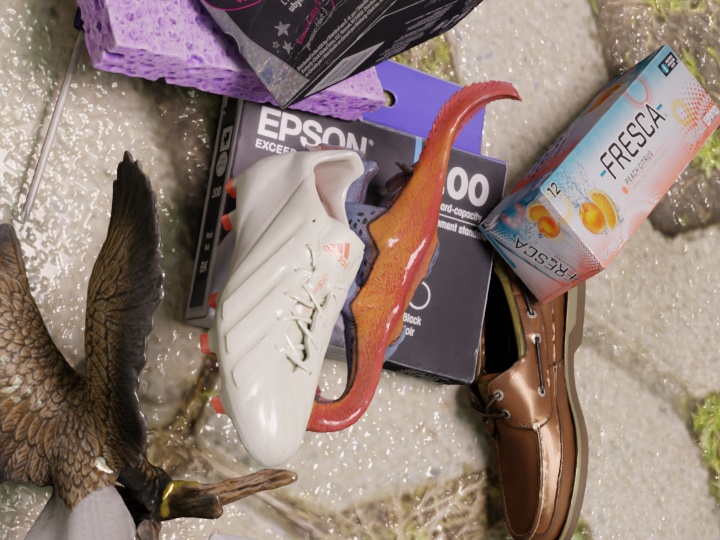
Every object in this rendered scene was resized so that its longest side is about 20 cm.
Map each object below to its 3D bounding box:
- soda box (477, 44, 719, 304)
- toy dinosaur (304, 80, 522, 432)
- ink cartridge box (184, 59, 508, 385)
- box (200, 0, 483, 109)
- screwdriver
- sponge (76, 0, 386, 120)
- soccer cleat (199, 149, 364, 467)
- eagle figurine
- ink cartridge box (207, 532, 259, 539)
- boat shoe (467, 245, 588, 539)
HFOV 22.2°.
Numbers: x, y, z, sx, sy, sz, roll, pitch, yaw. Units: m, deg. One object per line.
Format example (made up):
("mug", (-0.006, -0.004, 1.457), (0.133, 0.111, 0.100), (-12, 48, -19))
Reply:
("soda box", (0.159, -0.065, 1.193), (0.068, 0.064, 0.200), (50, 46, -6))
("toy dinosaur", (0.000, 0.000, 1.022), (0.105, 0.200, 0.182), (24, 37, -21))
("ink cartridge box", (-0.002, -0.045, 1.135), (0.198, 0.043, 0.201), (15, 77, -30))
("box", (0.009, -0.195, 1.053), (0.115, 0.132, 0.200), (53, 37, 4))
("screwdriver", (-0.161, -0.121, 1.044), (0.028, 0.029, 0.201), (23, 70, -29))
("sponge", (-0.077, -0.153, 1.062), (0.200, 0.030, 0.112), (7, 59, -42))
("soccer cleat", (-0.035, 0.011, 0.963), (0.069, 0.077, 0.201), (55, 26, -43))
("eagle figurine", (-0.151, 0.058, 0.987), (0.151, 0.151, 0.201), (-32, 114, -20))
("ink cartridge box", (-0.057, 0.263, 0.976), (0.201, 0.144, 0.084), (-61, 160, -1))
("boat shoe", (0.099, 0.080, 1.177), (0.068, 0.072, 0.201), (11, 69, -31))
